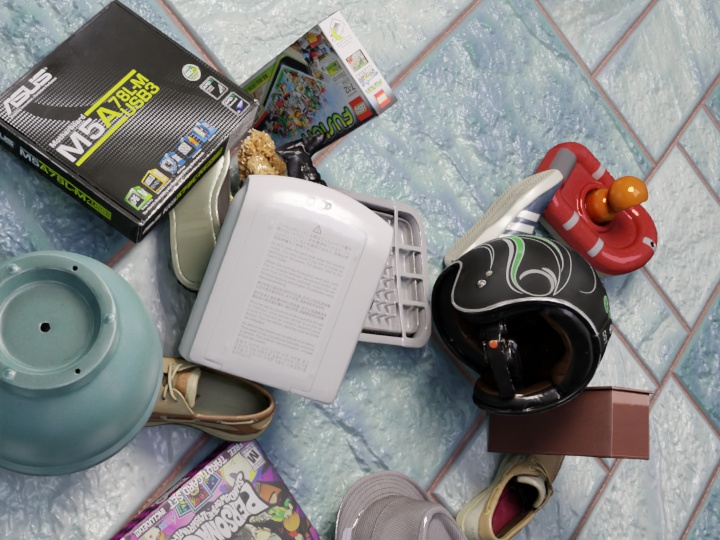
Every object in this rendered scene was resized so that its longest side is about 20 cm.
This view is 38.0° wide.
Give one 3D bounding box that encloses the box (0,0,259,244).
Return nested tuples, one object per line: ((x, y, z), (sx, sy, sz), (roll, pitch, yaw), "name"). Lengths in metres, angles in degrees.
((-0.235, -0.154, 1.048), (0.193, 0.048, 0.200), (37, 59, 2), "box")

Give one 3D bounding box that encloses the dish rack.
((0.000, 0.000, 1.183), (0.199, 0.043, 0.173), (11, 72, -47), "dish rack")

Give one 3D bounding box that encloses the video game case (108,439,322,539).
((-0.138, 0.290, 1.040), (0.200, 0.036, 0.182), (-38, 101, -35), "video game case")

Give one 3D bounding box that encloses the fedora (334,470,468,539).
((0.061, 0.315, 1.116), (0.176, 0.090, 0.201), (5, 78, -45), "fedora")

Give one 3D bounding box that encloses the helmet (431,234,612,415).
((0.181, 0.052, 1.188), (0.200, 0.200, 0.191), (44, 19, -17), "helmet")

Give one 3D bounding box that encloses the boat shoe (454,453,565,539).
((0.196, 0.264, 1.253), (0.200, 0.066, 0.074), (-42, 102, -34), "boat shoe")

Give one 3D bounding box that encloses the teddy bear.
((-0.099, -0.050, 1.107), (0.066, 0.145, 0.201), (0, 51, 5), "teddy bear")

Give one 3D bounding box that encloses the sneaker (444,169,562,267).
((0.195, -0.043, 1.324), (0.200, 0.075, 0.085), (-43, 105, -16), "sneaker")

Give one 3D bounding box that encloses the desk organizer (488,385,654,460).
((0.240, 0.178, 1.225), (0.071, 0.200, 0.077), (10, 78, -35), "desk organizer")

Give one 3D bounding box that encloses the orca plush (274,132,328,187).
((-0.018, -0.047, 1.090), (0.105, 0.071, 0.201), (-3, 81, -49), "orca plush")

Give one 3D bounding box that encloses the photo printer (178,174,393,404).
((-0.068, 0.013, 1.020), (0.166, 0.069, 0.201), (18, 97, -14), "photo printer")

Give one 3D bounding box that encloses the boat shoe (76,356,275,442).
((-0.176, 0.114, 1.022), (0.199, 0.074, 0.076), (12, 64, -17), "boat shoe")

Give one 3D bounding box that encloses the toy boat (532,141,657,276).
((0.328, -0.087, 1.395), (0.200, 0.131, 0.131), (43, 58, -17), "toy boat")

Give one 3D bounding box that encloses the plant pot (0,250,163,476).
((-0.270, 0.065, 0.909), (0.199, 0.134, 0.201), (5, 66, -11), "plant pot")

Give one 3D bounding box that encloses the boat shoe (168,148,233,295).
((-0.169, -0.072, 1.102), (0.071, 0.061, 0.202), (-2, 74, 1), "boat shoe")

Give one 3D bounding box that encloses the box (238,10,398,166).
((-0.055, -0.186, 1.120), (0.035, 0.200, 0.110), (-41, 101, -34), "box")
